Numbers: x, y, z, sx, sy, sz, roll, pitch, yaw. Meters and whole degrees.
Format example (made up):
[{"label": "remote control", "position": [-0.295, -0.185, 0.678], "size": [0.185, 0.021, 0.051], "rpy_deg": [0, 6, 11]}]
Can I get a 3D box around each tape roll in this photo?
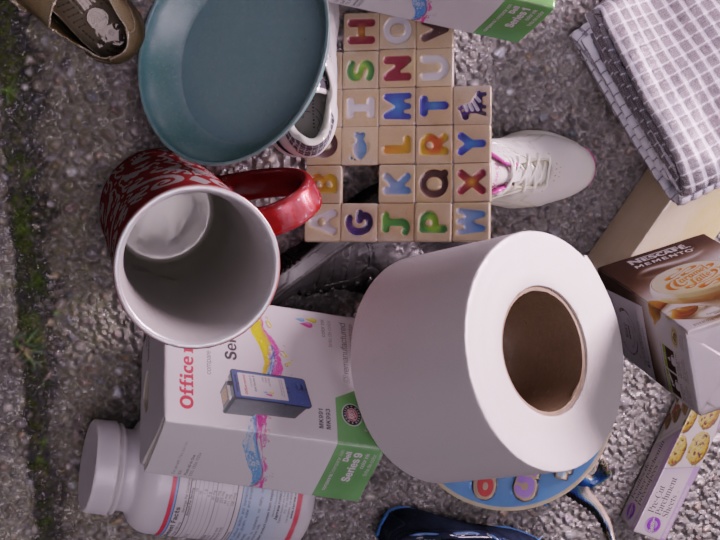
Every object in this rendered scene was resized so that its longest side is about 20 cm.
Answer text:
[{"label": "tape roll", "position": [0.108, 0.076, 1.547], "size": [0.202, 0.139, 0.204], "rpy_deg": [12, 73, -42]}]

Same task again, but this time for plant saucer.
[{"label": "plant saucer", "position": [-0.099, -0.182, 1.516], "size": [0.036, 0.200, 0.201], "rpy_deg": [17, 103, -54]}]

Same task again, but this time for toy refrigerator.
[{"label": "toy refrigerator", "position": [0.278, -0.027, 1.705], "size": [0.070, 0.076, 0.201], "rpy_deg": [33, 94, -21]}]

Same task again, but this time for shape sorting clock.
[{"label": "shape sorting clock", "position": [0.134, 0.120, 1.678], "size": [0.199, 0.039, 0.201], "rpy_deg": [-1, 81, 10]}]

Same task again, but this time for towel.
[{"label": "towel", "position": [0.306, -0.181, 1.620], "size": [0.165, 0.086, 0.201], "rpy_deg": [-28, 80, -6]}]

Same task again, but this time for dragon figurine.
[{"label": "dragon figurine", "position": [0.182, 0.187, 1.747], "size": [0.099, 0.059, 0.201], "rpy_deg": [-18, 105, -8]}]

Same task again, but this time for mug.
[{"label": "mug", "position": [-0.133, -0.027, 1.524], "size": [0.176, 0.200, 0.134], "rpy_deg": [1, 105, -16]}]

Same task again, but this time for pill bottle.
[{"label": "pill bottle", "position": [-0.147, 0.186, 1.631], "size": [0.199, 0.109, 0.109], "rpy_deg": [9, 103, -17]}]

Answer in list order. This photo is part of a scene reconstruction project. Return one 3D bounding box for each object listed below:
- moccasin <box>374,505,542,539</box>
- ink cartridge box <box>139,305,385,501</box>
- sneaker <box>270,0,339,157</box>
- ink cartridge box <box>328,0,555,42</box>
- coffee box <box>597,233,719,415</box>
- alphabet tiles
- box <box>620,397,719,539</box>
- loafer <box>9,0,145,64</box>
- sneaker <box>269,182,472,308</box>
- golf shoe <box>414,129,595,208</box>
[{"label": "moccasin", "position": [0.109, 0.285, 1.751], "size": [0.199, 0.068, 0.081], "rpy_deg": [12, 102, -19]}, {"label": "ink cartridge box", "position": [-0.087, 0.109, 1.589], "size": [0.199, 0.146, 0.088], "rpy_deg": [9, 137, -15]}, {"label": "sneaker", "position": [-0.049, -0.196, 1.550], "size": [0.076, 0.080, 0.201], "rpy_deg": [-8, 92, -5]}, {"label": "ink cartridge box", "position": [0.062, -0.291, 1.535], "size": [0.199, 0.084, 0.146], "rpy_deg": [10, 73, -18]}, {"label": "coffee box", "position": [0.296, 0.043, 1.582], "size": [0.114, 0.200, 0.080], "rpy_deg": [-17, 108, -11]}, {"label": "alphabet tiles", "position": [0.032, -0.125, 1.582], "size": [0.166, 0.008, 0.201], "rpy_deg": [0, 88, 15]}, {"label": "box", "position": [0.318, 0.167, 1.791], "size": [0.041, 0.039, 0.201], "rpy_deg": [21, 99, -19]}, {"label": "loafer", "position": [-0.255, -0.243, 1.499], "size": [0.200, 0.067, 0.076], "rpy_deg": [36, 94, -22]}, {"label": "sneaker", "position": [-0.001, 0.000, 1.643], "size": [0.200, 0.060, 0.104], "rpy_deg": [-39, 107, -5]}, {"label": "golf shoe", "position": [0.126, -0.086, 1.638], "size": [0.199, 0.092, 0.076], "rpy_deg": [-1, 104, -17]}]
